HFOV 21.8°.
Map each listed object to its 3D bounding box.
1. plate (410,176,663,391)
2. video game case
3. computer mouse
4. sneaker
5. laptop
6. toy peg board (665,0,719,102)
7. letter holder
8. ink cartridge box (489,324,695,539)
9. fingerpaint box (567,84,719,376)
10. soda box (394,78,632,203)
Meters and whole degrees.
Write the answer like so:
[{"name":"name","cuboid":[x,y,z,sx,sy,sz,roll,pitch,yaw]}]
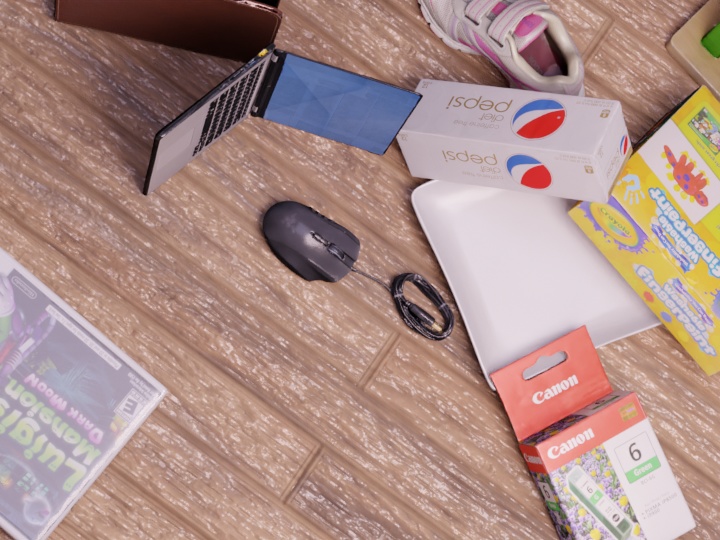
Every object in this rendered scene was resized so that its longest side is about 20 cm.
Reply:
[{"name":"plate","cuboid":[0.167,-0.014,1.709,0.198,0.032,0.202,-22,83,-13]},{"name":"video game case","cuboid":[-0.298,0.109,1.606,0.200,0.023,0.182,40,75,0]},{"name":"computer mouse","cuboid":[0.000,0.000,1.676,0.199,0.034,0.059,30,74,-3]},{"name":"sneaker","cuboid":[0.138,-0.226,1.719,0.200,0.088,0.082,40,75,0]},{"name":"laptop","cuboid":[-0.073,-0.108,1.606,0.200,0.187,0.116,-40,87,-15]},{"name":"toy peg board","cuboid":[0.434,-0.218,1.765,0.199,0.098,0.200,-43,89,-15]},{"name":"letter holder","cuboid":[-0.164,-0.269,1.647,0.198,0.142,0.102,12,77,-7]},{"name":"ink cartridge box","cuboid":[0.205,0.161,1.653,0.108,0.050,0.201,-26,95,-14]},{"name":"fingerpaint box","cuboid":[0.314,-0.036,1.696,0.200,0.073,0.167,48,60,-2]},{"name":"soda box","cuboid":[0.135,-0.115,1.649,0.198,0.064,0.068,9,54,30]}]
